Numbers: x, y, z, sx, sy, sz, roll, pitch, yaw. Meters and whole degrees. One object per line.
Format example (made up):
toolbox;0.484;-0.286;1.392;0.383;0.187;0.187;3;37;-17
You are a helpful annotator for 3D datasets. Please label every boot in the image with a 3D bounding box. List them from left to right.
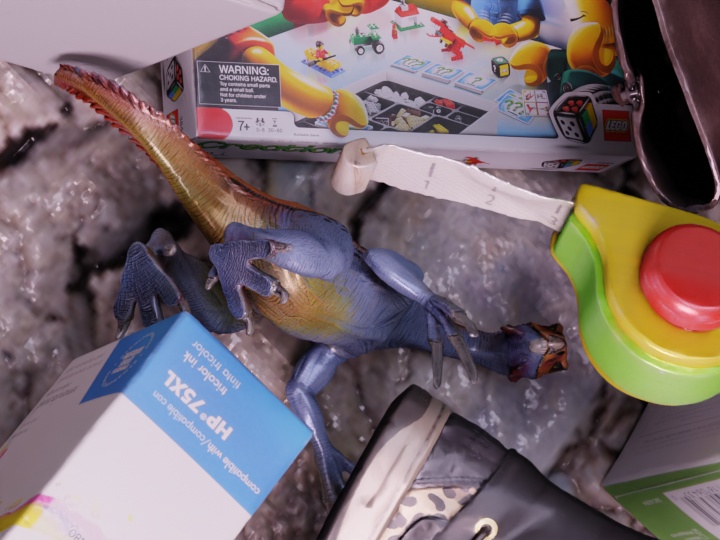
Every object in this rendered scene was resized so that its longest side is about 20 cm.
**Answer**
boot;0.038;0.159;1.062;0.150;0.073;0.201;24;98;1
boot;0.136;-0.127;1.180;0.166;0.072;0.201;-21;98;-68

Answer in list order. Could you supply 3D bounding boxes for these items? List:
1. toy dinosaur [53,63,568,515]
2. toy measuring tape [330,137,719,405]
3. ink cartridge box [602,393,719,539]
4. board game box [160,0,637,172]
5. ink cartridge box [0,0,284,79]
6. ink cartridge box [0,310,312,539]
toy dinosaur;0.000;0.000;1.116;0.181;0.105;0.201;-4;73;-54
toy measuring tape;0.082;0.006;1.108;0.199;0.074;0.074;15;73;-6
ink cartridge box;0.188;0.020;1.202;0.059;0.104;0.201;38;65;-15
board game box;0.015;-0.107;1.180;0.199;0.035;0.127;1;79;-26
ink cartridge box;-0.112;-0.190;1.062;0.145;0.146;0.202;15;74;-32
ink cartridge box;-0.117;0.115;1.023;0.067;0.116;0.200;44;64;-12
